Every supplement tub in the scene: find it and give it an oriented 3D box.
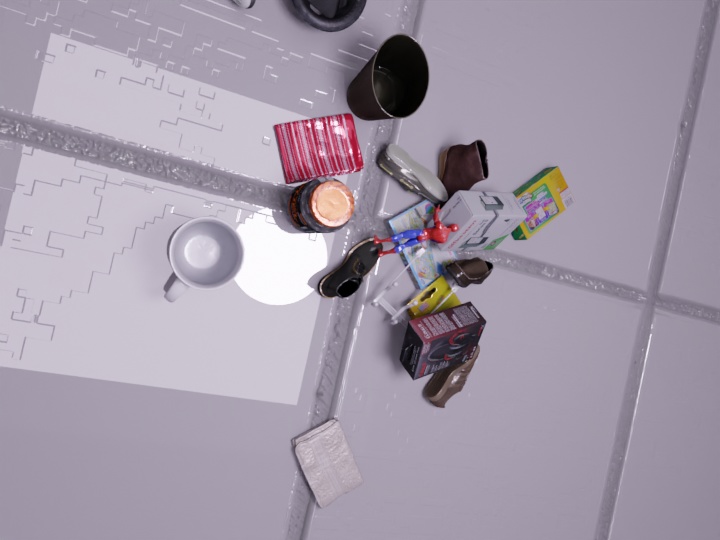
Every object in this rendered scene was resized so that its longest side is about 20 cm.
[{"bbox_3d":[-0.090,-0.144,1.228,0.122,0.200,0.123,-1,93,-20],"label":"supplement tub"}]

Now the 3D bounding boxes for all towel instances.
[{"bbox_3d":[-0.079,0.478,1.357,0.132,0.034,0.200,-26,102,-17],"label":"towel"},{"bbox_3d":[-0.096,-0.295,1.312,0.200,0.022,0.145,-14,97,-19],"label":"towel"}]

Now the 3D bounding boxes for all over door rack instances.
[{"bbox_3d":[0.143,0.057,1.348,0.148,0.067,0.200,43,81,-12],"label":"over door rack"}]

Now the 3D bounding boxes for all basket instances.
[{"bbox_3d":[0.053,-0.424,1.264,0.136,0.200,0.181,7,91,-21],"label":"basket"}]

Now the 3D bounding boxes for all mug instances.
[{"bbox_3d":[-0.345,-0.017,1.154,0.148,0.175,0.200,38,81,-18],"label":"mug"}]

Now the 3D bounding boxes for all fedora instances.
[{"bbox_3d":[-0.081,-0.640,1.260,0.200,0.092,0.201,-1,94,-20],"label":"fedora"}]

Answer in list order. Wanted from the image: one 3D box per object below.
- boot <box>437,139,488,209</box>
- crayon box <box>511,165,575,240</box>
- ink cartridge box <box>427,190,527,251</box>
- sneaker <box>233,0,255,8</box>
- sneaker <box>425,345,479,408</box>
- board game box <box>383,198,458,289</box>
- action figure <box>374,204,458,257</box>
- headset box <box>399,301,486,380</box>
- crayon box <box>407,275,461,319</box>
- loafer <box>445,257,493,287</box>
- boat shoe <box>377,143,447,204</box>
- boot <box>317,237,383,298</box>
[{"bbox_3d":[0.258,-0.218,1.369,0.072,0.166,0.201,-10,96,-24],"label":"boot"},{"bbox_3d":[0.489,-0.187,1.516,0.200,0.058,0.119,-35,104,-15],"label":"crayon box"},{"bbox_3d":[0.291,-0.122,1.369,0.200,0.146,0.084,-4,57,-35],"label":"ink cartridge box"},{"bbox_3d":[-0.320,-0.635,1.160,0.201,0.076,0.115,51,48,-7],"label":"sneaker"},{"bbox_3d":[0.254,0.279,1.463,0.200,0.070,0.076,-46,126,-9],"label":"sneaker"},{"bbox_3d":[0.162,-0.070,1.415,0.134,0.034,0.200,-30,103,-16],"label":"board game box"},{"bbox_3d":[0.137,-0.095,1.319,0.199,0.099,0.065,-11,123,13],"label":"action figure"},{"bbox_3d":[0.187,0.173,1.317,0.200,0.075,0.149,-14,137,-23],"label":"headset box"},{"bbox_3d":[0.213,0.125,1.434,0.127,0.051,0.200,-38,105,-12],"label":"crayon box"},{"bbox_3d":[0.283,-0.007,1.396,0.071,0.200,0.073,-45,70,25],"label":"loafer"},{"bbox_3d":[0.132,-0.233,1.372,0.202,0.060,0.072,38,40,-12],"label":"boat shoe"},{"bbox_3d":[0.000,0.000,1.303,0.200,0.138,0.077,-47,106,-13],"label":"boot"}]
